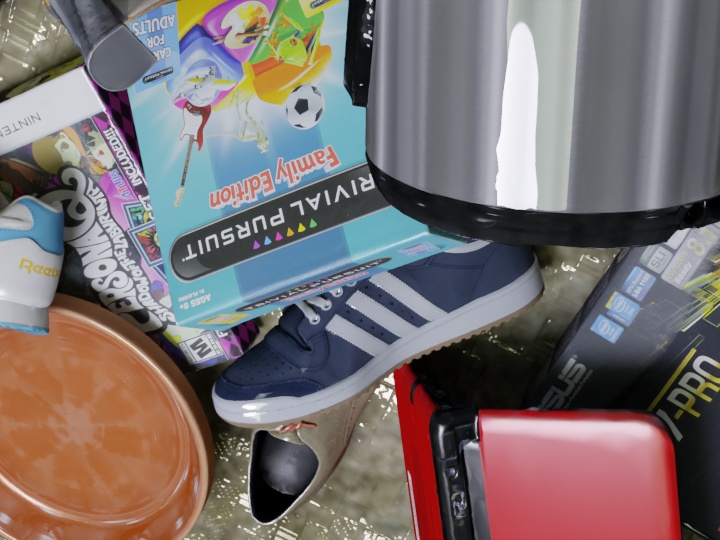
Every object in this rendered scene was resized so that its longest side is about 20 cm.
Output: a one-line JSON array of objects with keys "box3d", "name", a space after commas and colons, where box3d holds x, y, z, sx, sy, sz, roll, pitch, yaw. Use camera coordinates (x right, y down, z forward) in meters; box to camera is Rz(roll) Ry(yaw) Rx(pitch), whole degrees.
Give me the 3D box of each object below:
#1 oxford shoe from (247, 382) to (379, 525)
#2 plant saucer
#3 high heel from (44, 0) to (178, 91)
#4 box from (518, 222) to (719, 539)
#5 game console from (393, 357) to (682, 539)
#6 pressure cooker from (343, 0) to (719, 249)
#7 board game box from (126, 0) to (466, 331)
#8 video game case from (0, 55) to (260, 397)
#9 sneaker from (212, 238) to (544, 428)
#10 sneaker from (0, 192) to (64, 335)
[{"box3d": [-0.023, 0.067, 0.896, 0.070, 0.075, 0.201, 18, 121, 8], "name": "oxford shoe"}, {"box3d": [-0.184, 0.099, 0.948, 0.198, 0.032, 0.202, 8, 122, 13], "name": "plant saucer"}, {"box3d": [-0.070, -0.179, 0.747, 0.199, 0.143, 0.072, -34, 127, -1], "name": "high heel"}, {"box3d": [0.201, 0.047, 0.834, 0.160, 0.049, 0.201, 31, 123, 2], "name": "box"}, {"box3d": [0.101, 0.152, 0.872, 0.118, 0.172, 0.202, -11, 109, -8], "name": "game console"}, {"box3d": [0.087, -0.127, 0.636, 0.176, 0.177, 0.202, 33, 128, 52], "name": "pressure cooker"}, {"box3d": [-0.043, -0.088, 0.775, 0.150, 0.047, 0.202, -20, 76, 25], "name": "board game box"}, {"box3d": [-0.183, -0.013, 0.924, 0.180, 0.036, 0.201, -17, 111, 26], "name": "video game case"}, {"box3d": [0.000, 0.000, 0.813, 0.199, 0.070, 0.109, -25, 118, -15], "name": "sneaker"}, {"box3d": [-0.254, -0.021, 0.884, 0.199, 0.076, 0.081, 14, 88, 24], "name": "sneaker"}]
